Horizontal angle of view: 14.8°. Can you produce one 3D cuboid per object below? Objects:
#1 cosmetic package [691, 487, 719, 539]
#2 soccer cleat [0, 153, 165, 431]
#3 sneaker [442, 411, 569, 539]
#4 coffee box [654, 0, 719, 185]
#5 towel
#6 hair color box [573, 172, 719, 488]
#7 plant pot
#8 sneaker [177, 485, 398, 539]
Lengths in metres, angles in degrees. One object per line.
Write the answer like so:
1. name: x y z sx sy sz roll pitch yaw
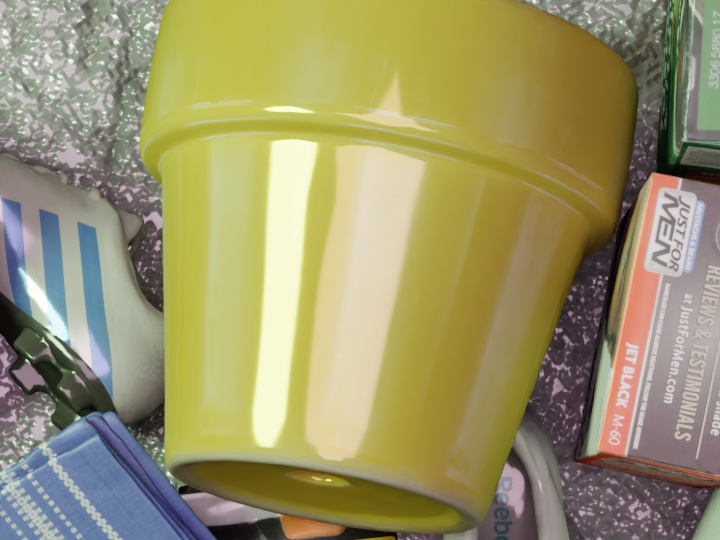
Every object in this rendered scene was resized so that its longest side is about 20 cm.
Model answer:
1. cosmetic package: 0.204 0.112 1.120 0.123 0.200 0.199 24 86 5
2. soccer cleat: -0.149 -0.017 1.209 0.086 0.070 0.200 -39 83 -25
3. sneaker: 0.067 0.156 1.174 0.075 0.088 0.200 -11 86 -2
4. coffee box: 0.149 -0.095 1.138 0.044 0.200 0.123 5 87 4
5. towel: -0.143 0.157 1.162 0.200 0.024 0.145 -32 110 16
6. hair color box: 0.129 0.029 1.127 0.064 0.200 0.111 12 85 2
7. plant pot: 0.000 0.000 1.117 0.201 0.201 0.189 11 76 2
8. sneaker: -0.079 0.140 1.185 0.200 0.070 0.090 -10 82 -2
